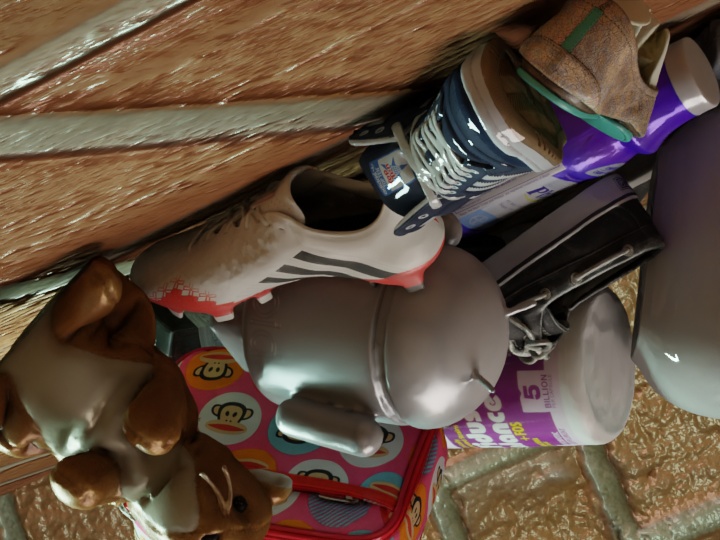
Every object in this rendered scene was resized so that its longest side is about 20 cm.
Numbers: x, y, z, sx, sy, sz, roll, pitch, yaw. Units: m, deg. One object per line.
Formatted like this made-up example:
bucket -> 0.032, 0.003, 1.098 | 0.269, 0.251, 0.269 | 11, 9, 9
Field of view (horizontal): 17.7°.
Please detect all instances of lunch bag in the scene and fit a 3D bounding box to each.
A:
lunch bag -> -0.053, 0.141, 1.519 | 0.199, 0.082, 0.177 | 7, -132, 17

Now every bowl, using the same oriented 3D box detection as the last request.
bowl -> 0.224, -0.006, 1.531 | 0.074, 0.201, 0.200 | 7, 171, 4

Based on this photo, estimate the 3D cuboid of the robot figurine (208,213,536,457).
robot figurine -> 0.007, 0.036, 1.423 | 0.199, 0.170, 0.113 | 6, 154, 30

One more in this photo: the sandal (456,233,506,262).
sandal -> 0.000, 0.000, 1.530 | 0.199, 0.048, 0.075 | -3, -170, 13

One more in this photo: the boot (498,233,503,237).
boot -> 0.053, -0.003, 1.757 | 0.154, 0.072, 0.200 | -21, -157, 28

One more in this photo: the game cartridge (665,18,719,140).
game cartridge -> 0.272, -0.124, 1.527 | 0.132, 0.042, 0.200 | 3, 167, -6

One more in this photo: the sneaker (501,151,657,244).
sneaker -> 0.169, -0.046, 1.663 | 0.200, 0.071, 0.099 | -48, 156, -23

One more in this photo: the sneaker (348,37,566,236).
sneaker -> 0.046, -0.066, 1.213 | 0.108, 0.070, 0.200 | -25, 179, 10

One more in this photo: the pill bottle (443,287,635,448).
pill bottle -> 0.079, 0.067, 1.597 | 0.199, 0.113, 0.112 | -4, -175, 28

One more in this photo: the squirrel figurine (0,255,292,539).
squirrel figurine -> -0.132, 0.098, 1.396 | 0.142, 0.186, 0.200 | -49, -173, 0

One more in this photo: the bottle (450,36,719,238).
bottle -> 0.127, -0.084, 1.453 | 0.199, 0.066, 0.083 | -25, 174, 25

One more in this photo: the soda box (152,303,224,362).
soda box -> -0.069, 0.042, 1.655 | 0.199, 0.071, 0.063 | -10, -146, -34

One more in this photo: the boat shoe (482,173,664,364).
boat shoe -> 0.107, 0.024, 1.483 | 0.199, 0.068, 0.074 | -37, 165, 12

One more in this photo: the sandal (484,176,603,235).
sandal -> 0.073, -0.045, 1.575 | 0.199, 0.082, 0.055 | -22, 166, 3

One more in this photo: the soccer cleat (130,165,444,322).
soccer cleat -> -0.049, -0.022, 1.358 | 0.199, 0.085, 0.069 | -5, -134, 20

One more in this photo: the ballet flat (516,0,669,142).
ballet flat -> 0.129, -0.108, 1.194 | 0.067, 0.068, 0.200 | -55, 173, 6
